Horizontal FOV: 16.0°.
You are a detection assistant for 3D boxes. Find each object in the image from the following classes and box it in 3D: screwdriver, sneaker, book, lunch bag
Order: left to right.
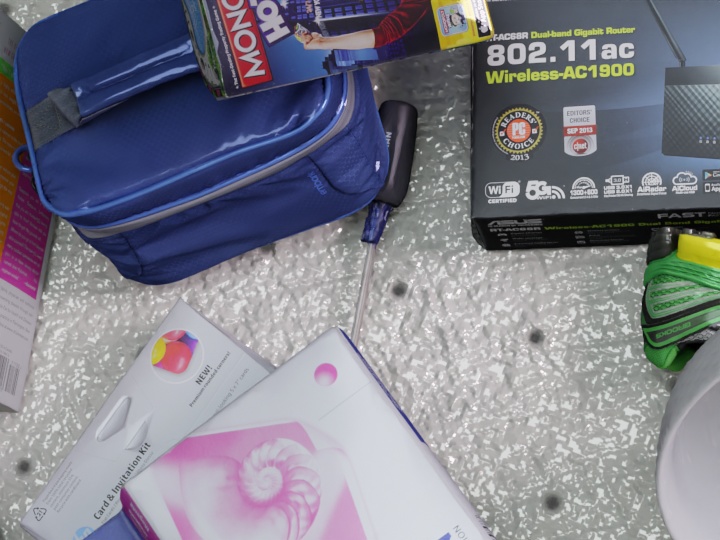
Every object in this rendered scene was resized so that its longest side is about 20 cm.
[{"bbox_3d":[-0.213,-0.034,1.432,0.048,0.134,0.201,2,73,25],"label":"book"},{"bbox_3d":[-0.097,-0.089,1.412,0.199,0.132,0.136,-22,63,9],"label":"lunch bag"},{"bbox_3d":[0.000,0.000,1.440,0.029,0.028,0.201,18,79,-15],"label":"screwdriver"},{"bbox_3d":[0.246,0.035,1.365,0.199,0.078,0.086,10,85,20],"label":"sneaker"}]

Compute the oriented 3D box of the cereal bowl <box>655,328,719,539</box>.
[{"bbox_3d":[0.248,0.082,1.298,0.199,0.201,0.083,-3,38,10],"label":"cereal bowl"}]

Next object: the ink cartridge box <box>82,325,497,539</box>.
[{"bbox_3d":[-0.034,0.165,1.346,0.200,0.043,0.197,-38,72,0],"label":"ink cartridge box"}]

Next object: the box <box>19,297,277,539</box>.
[{"bbox_3d":[-0.063,0.135,1.402,0.200,0.041,0.156,34,85,17],"label":"box"}]

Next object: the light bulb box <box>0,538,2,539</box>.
[{"bbox_3d":[-0.305,0.164,1.397,0.198,0.125,0.200,-34,72,-1],"label":"light bulb box"}]

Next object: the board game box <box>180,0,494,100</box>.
[{"bbox_3d":[-0.053,-0.191,1.321,0.199,0.062,0.201,-13,88,-15],"label":"board game box"}]

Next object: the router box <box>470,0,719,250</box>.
[{"bbox_3d":[0.160,-0.094,1.416,0.199,0.062,0.151,-3,72,10],"label":"router box"}]
